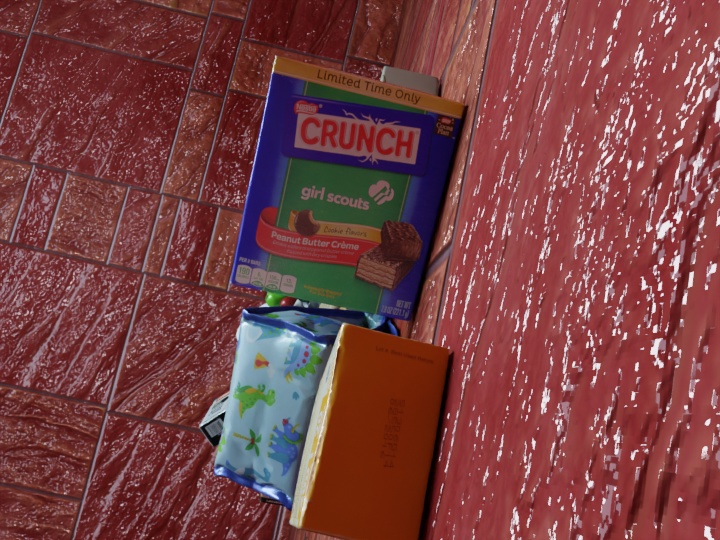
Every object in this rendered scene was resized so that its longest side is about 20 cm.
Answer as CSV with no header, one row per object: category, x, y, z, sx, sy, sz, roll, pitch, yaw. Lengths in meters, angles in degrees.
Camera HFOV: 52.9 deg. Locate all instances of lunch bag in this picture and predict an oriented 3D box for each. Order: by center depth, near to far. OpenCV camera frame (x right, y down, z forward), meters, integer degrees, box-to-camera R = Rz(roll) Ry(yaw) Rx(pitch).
lunch bag,-0.036,0.128,0.741,0.200,0.127,0.171,3,-79,-63

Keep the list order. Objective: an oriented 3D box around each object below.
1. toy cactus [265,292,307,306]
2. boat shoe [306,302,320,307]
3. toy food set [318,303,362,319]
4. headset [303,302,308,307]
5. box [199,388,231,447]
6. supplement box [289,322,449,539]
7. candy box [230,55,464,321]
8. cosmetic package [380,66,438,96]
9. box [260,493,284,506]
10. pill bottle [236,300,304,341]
toy cactus,-0.049,-0.010,1.043,0.200,0.165,0.102,-51,-6,-5
boat shoe,-0.043,0.073,1.103,0.200,0.070,0.066,54,132,48
toy food set,0.000,0.000,0.919,0.198,0.048,0.200,-62,0,-25
headset,-0.073,0.120,1.296,0.124,0.094,0.201,-64,-46,-72
box,-0.112,0.150,0.961,0.200,0.035,0.110,-32,8,5
supplement box,-0.002,0.127,0.518,0.200,0.073,0.127,109,173,-69
candy box,-0.013,-0.072,0.652,0.077,0.168,0.201,-109,31,-78
cosmetic package,0.043,-0.142,0.824,0.200,0.073,0.104,-83,6,-54
box,-0.077,0.217,0.911,0.050,0.075,0.201,-85,9,-56
pill bottle,-0.099,0.152,1.126,0.114,0.114,0.201,-83,-30,-62
